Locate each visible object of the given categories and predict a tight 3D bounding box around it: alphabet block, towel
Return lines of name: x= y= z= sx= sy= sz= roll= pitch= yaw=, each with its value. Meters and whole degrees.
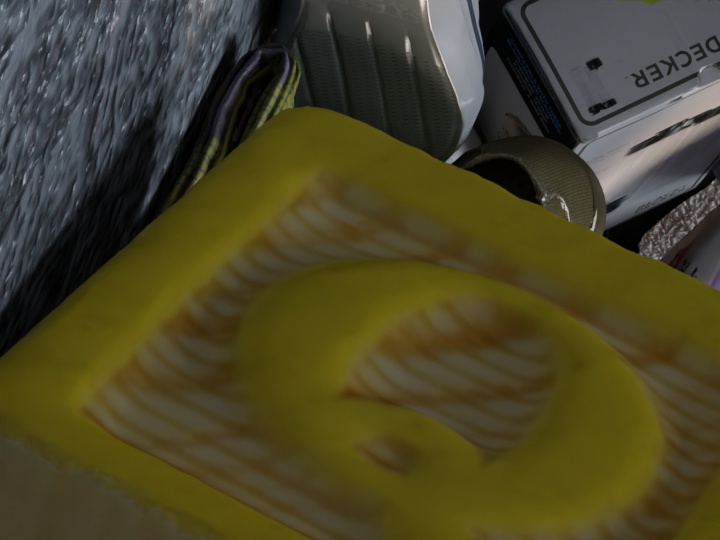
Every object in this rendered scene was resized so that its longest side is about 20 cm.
alphabet block: x=0.004 y=0.106 z=0.810 sx=0.195 sy=0.196 sz=0.200 roll=-47 pitch=158 yaw=-53
towel: x=-0.058 y=0.031 z=0.960 sx=0.200 sy=0.023 sz=0.144 roll=101 pitch=10 yaw=-55

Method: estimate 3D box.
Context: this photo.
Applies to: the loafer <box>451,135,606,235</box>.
loafer: x=0.005 y=0.031 z=1.004 sx=0.200 sy=0.076 sz=0.067 roll=-56 pitch=160 yaw=-4

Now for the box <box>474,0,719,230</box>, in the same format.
box: x=0.097 y=-0.066 z=1.150 sx=0.117 sy=0.060 sz=0.200 roll=-26 pitch=170 yaw=-15

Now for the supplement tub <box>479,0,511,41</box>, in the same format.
supplement tub: x=0.090 y=-0.158 z=1.222 sx=0.200 sy=0.107 sz=0.107 roll=-47 pitch=157 yaw=-48

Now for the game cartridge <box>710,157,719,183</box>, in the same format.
game cartridge: x=0.177 y=-0.077 z=1.159 sx=0.200 sy=0.041 sz=0.133 roll=-120 pitch=-143 yaw=-73

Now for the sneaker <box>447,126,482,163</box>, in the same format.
sneaker: x=0.000 y=0.000 z=1.151 sx=0.200 sy=0.070 sz=0.080 roll=101 pitch=13 yaw=-53

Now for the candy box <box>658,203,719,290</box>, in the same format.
candy box: x=0.124 y=0.065 z=1.288 sx=0.200 sy=0.072 sz=0.168 roll=-46 pitch=-175 yaw=40

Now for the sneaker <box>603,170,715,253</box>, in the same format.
sneaker: x=0.079 y=-0.010 z=1.313 sx=0.079 sy=0.200 sz=0.075 roll=52 pitch=16 yaw=-36

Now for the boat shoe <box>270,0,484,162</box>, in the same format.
boat shoe: x=0.014 y=-0.099 z=0.954 sx=0.200 sy=0.073 sz=0.067 roll=94 pitch=17 yaw=-66
